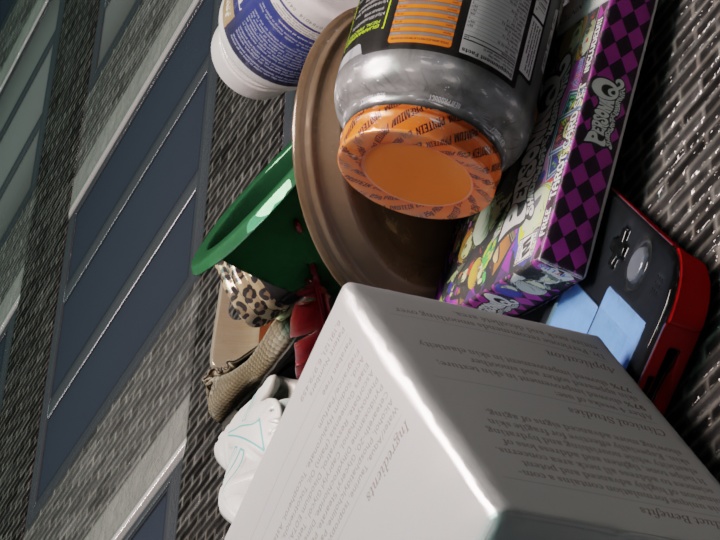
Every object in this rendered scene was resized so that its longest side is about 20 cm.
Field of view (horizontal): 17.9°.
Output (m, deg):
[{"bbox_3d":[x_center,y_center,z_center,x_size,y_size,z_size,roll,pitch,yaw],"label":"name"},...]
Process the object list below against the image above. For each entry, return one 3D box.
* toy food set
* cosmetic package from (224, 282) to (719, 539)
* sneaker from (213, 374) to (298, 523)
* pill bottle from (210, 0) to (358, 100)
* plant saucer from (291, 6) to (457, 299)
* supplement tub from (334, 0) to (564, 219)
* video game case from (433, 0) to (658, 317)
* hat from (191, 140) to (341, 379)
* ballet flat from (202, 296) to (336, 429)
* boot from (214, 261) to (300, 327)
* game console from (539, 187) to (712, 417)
[{"bbox_3d":[-0.065,-0.022,1.833,0.200,0.060,0.144,-46,31,52],"label":"toy food set"},{"bbox_3d":[0.061,0.136,1.114,0.167,0.167,0.200,-64,32,21],"label":"cosmetic package"},{"bbox_3d":[-0.063,0.137,1.665,0.080,0.070,0.200,-63,20,16],"label":"sneaker"},{"bbox_3d":[-0.052,-0.217,1.901,0.200,0.111,0.111,-37,39,59],"label":"pill bottle"},{"bbox_3d":[0.027,-0.071,1.457,0.029,0.200,0.201,-7,62,37],"label":"plant saucer"},{"bbox_3d":[0.055,-0.140,1.378,0.123,0.122,0.201,-38,31,58],"label":"supplement tub"},{"bbox_3d":[0.110,-0.068,1.394,0.181,0.036,0.201,145,145,-66],"label":"video game case"},{"bbox_3d":[0.000,0.000,1.525,0.166,0.176,0.200,-53,10,-35],"label":"hat"},{"bbox_3d":[-0.076,0.063,1.777,0.067,0.046,0.200,-36,-8,-36],"label":"ballet flat"},{"bbox_3d":[-0.043,-0.060,1.707,0.150,0.073,0.200,-37,44,20],"label":"boot"},{"bbox_3d":[0.123,0.064,1.275,0.201,0.031,0.177,-67,19,11],"label":"game console"}]
